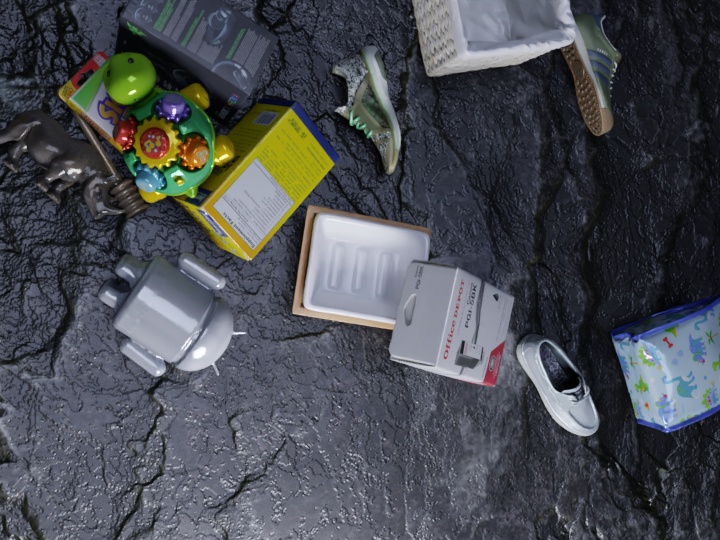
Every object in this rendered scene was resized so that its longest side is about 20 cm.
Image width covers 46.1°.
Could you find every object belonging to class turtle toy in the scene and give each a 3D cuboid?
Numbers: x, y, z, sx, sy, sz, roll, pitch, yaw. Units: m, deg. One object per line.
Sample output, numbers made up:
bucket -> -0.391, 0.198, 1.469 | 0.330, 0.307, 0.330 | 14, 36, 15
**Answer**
turtle toy -> -0.262, -0.185, 1.094 | 0.144, 0.101, 0.202 | -26, 94, 9

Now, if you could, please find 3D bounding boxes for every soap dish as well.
soap dish -> 0.000, 0.000, 1.257 | 0.197, 0.081, 0.160 | 10, 84, -17

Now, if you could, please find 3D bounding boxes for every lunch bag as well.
lunch bag -> 0.542, 0.151, 1.409 | 0.197, 0.127, 0.172 | -19, 93, -8

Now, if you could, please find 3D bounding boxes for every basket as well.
basket -> 0.195, -0.414, 1.299 | 0.195, 0.161, 0.203 | -12, 91, -18

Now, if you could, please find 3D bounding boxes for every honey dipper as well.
honey dipper -> -0.362, -0.165, 1.169 | 0.038, 0.038, 0.201 | -33, 95, -17

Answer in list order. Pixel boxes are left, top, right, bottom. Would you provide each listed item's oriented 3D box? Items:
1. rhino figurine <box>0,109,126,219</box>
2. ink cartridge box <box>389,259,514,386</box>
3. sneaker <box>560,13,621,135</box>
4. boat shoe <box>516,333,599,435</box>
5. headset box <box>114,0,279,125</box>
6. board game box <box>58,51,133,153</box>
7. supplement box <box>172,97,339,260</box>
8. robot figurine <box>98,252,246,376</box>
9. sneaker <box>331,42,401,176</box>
rhino figurine -> -0.394, -0.138, 1.127 | 0.199, 0.060, 0.088 | 35, 78, 0
ink cartridge box -> 0.139, 0.081, 1.247 | 0.199, 0.082, 0.149 | 22, 79, -54
sneaker -> 0.402, -0.335, 1.412 | 0.089, 0.067, 0.203 | -20, 91, -13
boat shoe -> 0.328, 0.189, 1.363 | 0.070, 0.071, 0.202 | -40, 100, -16
headset box -> -0.232, -0.305, 1.143 | 0.198, 0.174, 0.094 | 30, 77, -16
board game box -> -0.312, -0.209, 1.177 | 0.200, 0.030, 0.096 | 42, 63, -13
supplement box -> -0.146, -0.132, 1.185 | 0.201, 0.109, 0.109 | -50, 123, -14
robot figurine -> -0.256, 0.060, 1.152 | 0.199, 0.113, 0.170 | 34, 98, -14
sneaker -> 0.006, -0.237, 1.284 | 0.087, 0.077, 0.203 | -14, 87, -5
